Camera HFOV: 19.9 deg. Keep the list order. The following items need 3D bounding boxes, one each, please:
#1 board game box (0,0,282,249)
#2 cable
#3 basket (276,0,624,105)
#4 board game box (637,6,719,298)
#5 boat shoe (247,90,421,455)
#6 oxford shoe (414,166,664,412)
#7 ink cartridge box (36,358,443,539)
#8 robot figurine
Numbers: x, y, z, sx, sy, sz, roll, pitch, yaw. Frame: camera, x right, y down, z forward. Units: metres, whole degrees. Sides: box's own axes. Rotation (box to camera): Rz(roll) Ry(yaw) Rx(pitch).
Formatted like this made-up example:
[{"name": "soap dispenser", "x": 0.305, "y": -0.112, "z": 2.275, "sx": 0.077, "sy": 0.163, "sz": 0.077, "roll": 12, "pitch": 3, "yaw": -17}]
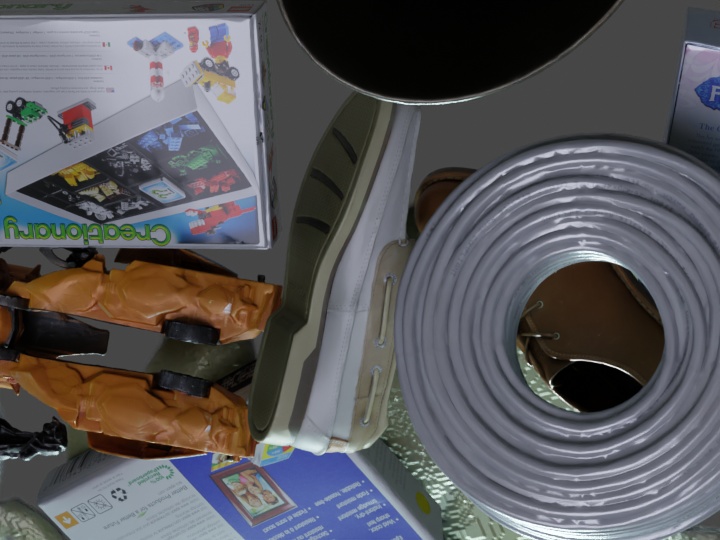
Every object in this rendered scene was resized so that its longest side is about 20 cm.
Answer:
[{"name": "board game box", "x": -0.144, "y": -0.076, "z": 1.075, "sx": 0.199, "sy": 0.035, "sz": 0.127, "roll": 1, "pitch": 110, "yaw": 10}, {"name": "cable", "x": 0.114, "y": 0.034, "z": 0.991, "sx": 0.199, "sy": 0.069, "sz": 0.201, "roll": 5, "pitch": 83, "yaw": 15}, {"name": "basket", "x": 0.056, "y": -0.188, "z": 0.875, "sx": 0.136, "sy": 0.200, "sz": 0.180, "roll": 39, "pitch": 121, "yaw": -15}, {"name": "board game box", "x": 0.248, "y": -0.025, "z": 1.047, "sx": 0.199, "sy": 0.041, "sz": 0.200, "roll": 10, "pitch": 126, "yaw": 5}, {"name": "boat shoe", "x": 0.000, "y": 0.000, "z": 1.077, "sx": 0.068, "sy": 0.075, "sz": 0.201, "roll": 13, "pitch": 104, "yaw": -21}, {"name": "oxford shoe", "x": 0.100, "y": 0.020, "z": 1.061, "sx": 0.200, "sy": 0.071, "sz": 0.071, "roll": 39, "pitch": 135, "yaw": 13}, {"name": "ink cartridge box", "x": -0.057, "y": 0.160, "z": 1.232, "sx": 0.197, "sy": 0.047, "sz": 0.200, "roll": -29, "pitch": 116, "yaw": 25}, {"name": "robot figurine", "x": -0.148, "y": 0.041, "z": 1.134, "sx": 0.199, "sy": 0.058, "sz": 0.146, "roll": 10, "pitch": 87, "yaw": 9}]
